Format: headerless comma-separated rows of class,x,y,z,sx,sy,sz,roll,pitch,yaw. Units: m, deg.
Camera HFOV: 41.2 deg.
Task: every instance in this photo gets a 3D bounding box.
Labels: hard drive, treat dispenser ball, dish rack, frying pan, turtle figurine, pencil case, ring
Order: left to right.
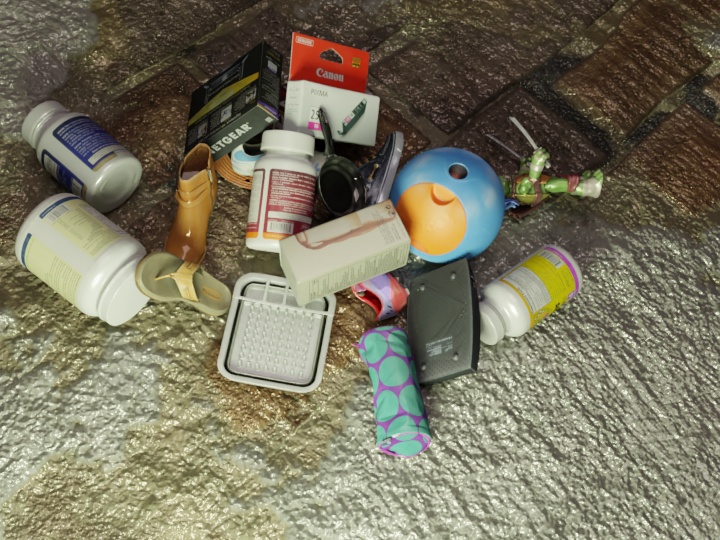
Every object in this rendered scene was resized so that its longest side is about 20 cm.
ring,-0.185,-0.228,1.787,0.200,0.019,0.201,3,59,-5
dish rack,-0.137,0.107,1.575,0.171,0.044,0.200,11,58,-2
frying pan,-0.054,-0.171,1.649,0.190,0.031,0.115,56,47,-18
pencil case,0.050,0.192,1.524,0.092,0.085,0.200,-23,57,21
hard drive,0.139,0.090,1.581,0.042,0.135,0.200,30,50,-41
treat dispenser ball,0.150,-0.112,1.655,0.201,0.201,0.201,3,59,-6
turtle figurine,0.341,-0.198,1.767,0.194,0.144,0.200,6,62,-9

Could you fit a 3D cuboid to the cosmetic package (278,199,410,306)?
cosmetic package,-0.027,-0.029,1.572,0.200,0.103,0.087,-21,69,-13

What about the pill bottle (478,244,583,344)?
pill bottle,0.278,0.044,1.633,0.200,0.104,0.104,-32,68,-23

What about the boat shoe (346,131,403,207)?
boat shoe,0.019,-0.184,1.754,0.091,0.071,0.200,17,60,-2

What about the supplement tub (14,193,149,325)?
supplement tub,-0.439,-0.017,1.549,0.200,0.145,0.145,35,61,13

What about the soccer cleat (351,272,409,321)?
soccer cleat,0.000,0.000,1.646,0.076,0.067,0.200,-32,72,-29

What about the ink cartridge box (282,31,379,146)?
ink cartridge box,-0.045,-0.319,1.701,0.044,0.174,0.200,11,6,43

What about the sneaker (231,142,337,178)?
sneaker,-0.132,-0.203,1.720,0.200,0.073,0.072,3,34,-5

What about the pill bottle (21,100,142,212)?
pill bottle,-0.491,-0.204,1.671,0.200,0.120,0.120,40,62,15

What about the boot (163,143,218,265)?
boot,-0.291,-0.103,1.616,0.074,0.155,0.200,10,58,-2

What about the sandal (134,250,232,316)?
sandal,-0.274,0.021,1.537,0.200,0.054,0.080,27,63,-44

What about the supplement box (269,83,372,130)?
supplement box,-0.085,-0.306,1.778,0.109,0.061,0.200,36,42,27

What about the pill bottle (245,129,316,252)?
pill bottle,-0.133,-0.133,1.639,0.109,0.110,0.200,7,86,-4

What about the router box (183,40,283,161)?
router box,-0.227,-0.294,1.706,0.052,0.200,0.157,32,46,-38
